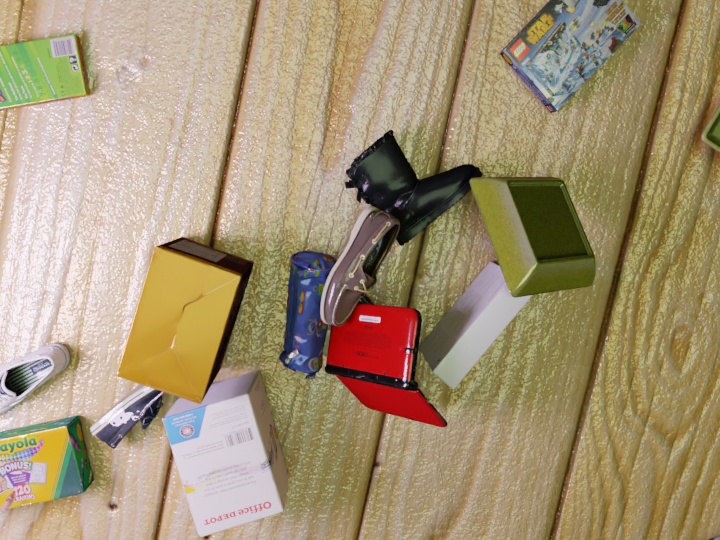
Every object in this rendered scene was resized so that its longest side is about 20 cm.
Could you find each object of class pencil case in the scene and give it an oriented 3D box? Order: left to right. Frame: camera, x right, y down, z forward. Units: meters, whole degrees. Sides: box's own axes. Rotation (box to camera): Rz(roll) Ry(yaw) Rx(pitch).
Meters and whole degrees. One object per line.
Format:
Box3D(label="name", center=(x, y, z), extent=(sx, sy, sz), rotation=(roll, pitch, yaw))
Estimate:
Box3D(label="pencil case", center=(-0.089, 0.072, 1.120), extent=(0.077, 0.086, 0.205), rotation=(17, 108, 25))

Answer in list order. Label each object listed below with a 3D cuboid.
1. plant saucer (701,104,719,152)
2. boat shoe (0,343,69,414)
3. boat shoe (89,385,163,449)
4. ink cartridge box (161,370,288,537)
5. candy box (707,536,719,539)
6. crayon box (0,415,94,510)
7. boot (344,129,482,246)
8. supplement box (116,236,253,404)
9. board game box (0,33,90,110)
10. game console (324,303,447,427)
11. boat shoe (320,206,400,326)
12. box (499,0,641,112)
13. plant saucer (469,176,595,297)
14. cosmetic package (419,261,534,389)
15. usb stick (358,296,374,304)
Box3D(label="plant saucer", center=(0.693, -0.257, 1.146), extent=(0.197, 0.048, 0.202), rotation=(30, 94, -6))
Box3D(label="boat shoe", center=(-0.586, 0.185, 1.135), extent=(0.198, 0.067, 0.074), rotation=(-35, 96, 2))
Box3D(label="boat shoe", center=(-0.368, 0.230, 1.148), extent=(0.199, 0.075, 0.063), rotation=(-38, 98, 8))
Box3D(label="ink cartridge box", center=(-0.215, 0.297, 1.124), extent=(0.144, 0.145, 0.205), rotation=(-15, 97, 0))
Box3D(label="candy box", center=(0.693, 0.574, 1.230), extent=(0.195, 0.072, 0.172), rotation=(-15, 96, 0))
Box3D(label="crayon box", center=(-0.569, 0.331, 1.155), extent=(0.195, 0.058, 0.122), rotation=(-12, 97, -1))
Box3D(label="boot", center=(0.084, -0.158, 1.127), extent=(0.197, 0.073, 0.163), rotation=(-38, 97, 6))
Box3D(label="supplement box", center=(-0.267, 0.069, 1.069), extent=(0.130, 0.200, 0.202), rotation=(18, 96, -5))
Box3D(label="board game box", center=(-0.549, -0.318, 1.104), extent=(0.195, 0.030, 0.098), rotation=(-10, 96, -4))
Box3D(label="game console", center=(0.047, 0.149, 1.102), extent=(0.117, 0.197, 0.177), rotation=(13, 82, -42))
Box3D(label="boat shoe", center=(0.000, 0.000, 1.080), extent=(0.059, 0.072, 0.203), rotation=(25, 89, 33))
Box3D(label="box", center=(0.348, -0.386, 1.129), extent=(0.200, 0.040, 0.137), rotation=(-45, 97, 3))
Box3D(label="plant saucer", center=(0.287, -0.069, 1.073), extent=(0.196, 0.048, 0.204), rotation=(-5, 69, -35))
Box3D(label="cosmetic package", center=(0.185, 0.085, 1.116), extent=(0.051, 0.151, 0.201), rotation=(39, 94, -6))
Box3D(label="usb stick", center=(-0.004, 0.067, 1.166), extent=(0.055, 0.033, 0.200), rotation=(-40, 96, 13))
